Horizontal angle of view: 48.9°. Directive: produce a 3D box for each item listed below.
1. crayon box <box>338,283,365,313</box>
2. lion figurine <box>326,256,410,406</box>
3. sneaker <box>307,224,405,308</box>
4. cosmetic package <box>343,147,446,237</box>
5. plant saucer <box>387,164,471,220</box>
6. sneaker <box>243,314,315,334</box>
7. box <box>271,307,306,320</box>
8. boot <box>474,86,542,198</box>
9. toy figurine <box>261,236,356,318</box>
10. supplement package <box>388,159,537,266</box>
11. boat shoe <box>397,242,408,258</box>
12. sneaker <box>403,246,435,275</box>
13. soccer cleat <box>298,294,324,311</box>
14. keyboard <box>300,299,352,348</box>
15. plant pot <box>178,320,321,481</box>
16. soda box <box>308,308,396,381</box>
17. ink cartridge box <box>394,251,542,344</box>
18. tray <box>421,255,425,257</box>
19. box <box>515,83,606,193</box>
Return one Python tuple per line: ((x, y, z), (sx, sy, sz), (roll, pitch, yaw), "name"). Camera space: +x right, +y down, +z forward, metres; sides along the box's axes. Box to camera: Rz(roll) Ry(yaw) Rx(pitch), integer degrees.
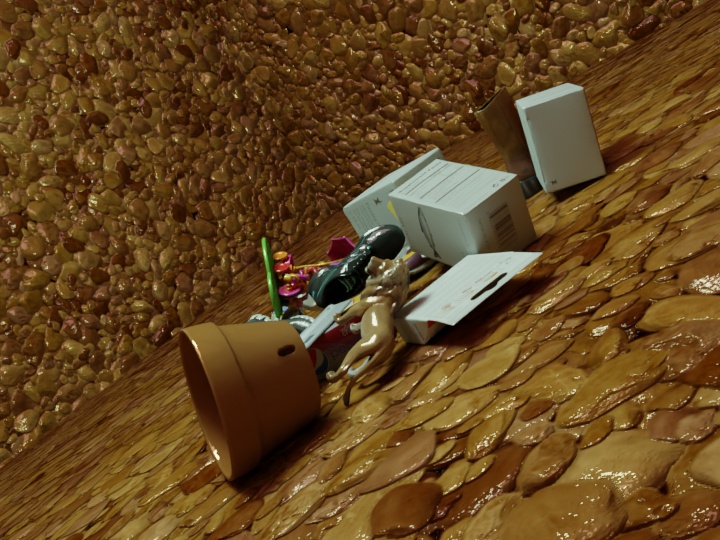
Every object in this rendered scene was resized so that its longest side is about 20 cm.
((0.009, 0.058, 1.389), (0.118, 0.059, 0.200), (-32, 8, 5), "crayon box")
((0.020, 0.077, 1.067), (0.122, 0.072, 0.202), (-32, 40, 28), "lion figurine")
((0.000, 0.000, 1.365), (0.199, 0.076, 0.079), (-38, 22, 6), "sneaker")
((0.104, -0.129, 1.708), (0.166, 0.169, 0.199), (-38, 9, -35), "cosmetic package")
((0.167, -0.128, 1.448), (0.197, 0.049, 0.200), (-19, 33, -10), "plant saucer")
((-0.148, 0.119, 1.367), (0.198, 0.068, 0.090), (1, 18, 40), "sneaker")
((-0.134, 0.113, 1.570), (0.064, 0.071, 0.200), (-31, 8, -1), "box")
((0.319, -0.267, 1.565), (0.188, 0.202, 0.068), (-38, 10, -31), "boot")
((-0.082, 0.002, 1.494), (0.181, 0.152, 0.201), (-13, 24, -2), "toy figurine")
((0.157, -0.086, 1.247), (0.117, 0.118, 0.199), (-36, 29, -19), "supplement package")
((0.029, -0.008, 1.653), (0.198, 0.067, 0.074), (-30, 8, 21), "boat shoe")
((0.118, -0.060, 1.531), (0.075, 0.091, 0.199), (-24, 11, 48), "sneaker")
((-0.074, 0.050, 1.723), (0.077, 0.070, 0.199), (-36, -6, 38), "soccer cleat")
((-0.083, 0.107, 1.209), (0.056, 0.011, 0.200), (-14, 24, 45), "keyboard")
((-0.141, 0.151, 1.039), (0.138, 0.203, 0.200), (-19, 3, -22), "plant pot")
((-0.040, 0.115, 1.237), (0.198, 0.064, 0.070), (-32, 8, 15), "soda box")
((0.144, 0.038, 1.062), (0.159, 0.048, 0.199), (-36, 12, -17), "ink cartridge box")
((0.155, -0.093, 1.463), (0.105, 0.022, 0.201), (-10, 33, 5), "tray")
((0.350, -0.238, 1.400), (0.105, 0.155, 0.200), (-17, 13, 11), "box")
